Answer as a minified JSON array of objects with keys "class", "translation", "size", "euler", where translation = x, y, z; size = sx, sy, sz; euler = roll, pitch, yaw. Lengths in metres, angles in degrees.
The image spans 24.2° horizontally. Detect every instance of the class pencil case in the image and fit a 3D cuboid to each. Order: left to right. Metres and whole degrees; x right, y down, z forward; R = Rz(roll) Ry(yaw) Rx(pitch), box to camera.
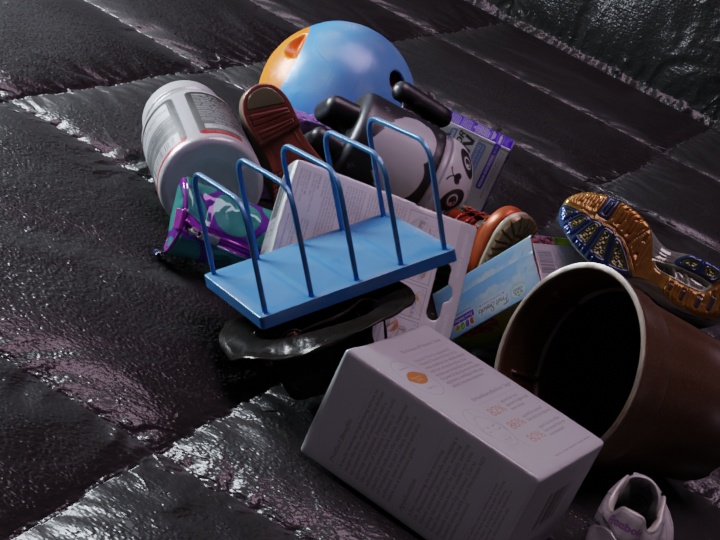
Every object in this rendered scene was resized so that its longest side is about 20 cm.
[{"class":"pencil case","translation":[-0.103,-0.022,1.709],"size":[0.200,0.085,0.092],"euler":[21,16,-13]}]

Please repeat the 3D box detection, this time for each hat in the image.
[{"class":"hat","translation":[-0.030,0.072,1.528],"size":[0.200,0.081,0.201],"euler":[-17,14,4]}]

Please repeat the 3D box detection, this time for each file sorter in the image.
[{"class":"file sorter","translation":[-0.039,-0.050,1.548],"size":[0.200,0.123,0.139],"euler":[-20,24,-21]}]

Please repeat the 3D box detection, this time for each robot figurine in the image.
[{"class":"robot figurine","translation":[0.033,-0.126,1.930],"size":[0.200,0.150,0.125],"euler":[28,27,-13]}]

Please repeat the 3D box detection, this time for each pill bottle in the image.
[{"class":"pill bottle","translation":[-0.180,-0.131,1.856],"size":[0.114,0.114,0.200],"euler":[16,21,-22]}]

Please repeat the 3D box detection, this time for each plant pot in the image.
[{"class":"plant pot","translation":[0.270,0.114,1.661],"size":[0.198,0.200,0.200],"euler":[19,19,-36]}]

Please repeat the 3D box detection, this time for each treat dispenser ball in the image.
[{"class":"treat dispenser ball","translation":[-0.030,-0.212,2.114],"size":[0.201,0.201,0.201],"euler":[22,19,-8]}]

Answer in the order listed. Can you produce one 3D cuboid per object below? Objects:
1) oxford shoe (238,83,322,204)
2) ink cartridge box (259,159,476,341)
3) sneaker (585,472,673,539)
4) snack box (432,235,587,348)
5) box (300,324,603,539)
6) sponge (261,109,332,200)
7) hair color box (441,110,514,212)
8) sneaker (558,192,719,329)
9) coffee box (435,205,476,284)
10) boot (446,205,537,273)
[{"class":"oxford shoe","translation":[-0.081,-0.115,1.891],"size":[0.071,0.200,0.074],"euler":[-21,7,-14]},{"class":"ink cartridge box","translation":[0.000,0.000,1.670],"size":[0.200,0.163,0.057],"euler":[21,-18,-18]},{"class":"sneaker","translation":[0.247,0.219,1.476],"size":[0.075,0.100,0.200],"euler":[27,18,13]},{"class":"snack box","translation":[0.208,0.029,1.805],"size":[0.200,0.169,0.068],"euler":[3,66,-37]},{"class":"box","translation":[0.079,0.151,1.442],"size":[0.200,0.106,0.152],"euler":[33,21,22]},{"class":"sponge","translation":[-0.048,-0.127,2.008],"size":[0.200,0.112,0.030],"euler":[11,25,-34]},{"class":"hair color box","translation":[0.096,-0.165,2.282],"size":[0.200,0.109,0.065],"euler":[25,21,4]},{"class":"sneaker","translation":[0.285,-0.001,1.724],"size":[0.200,0.075,0.088],"euler":[37,-16,12]},{"class":"coffee box","translation":[0.106,-0.037,2.058],"size":[0.123,0.044,0.200],"euler":[18,20,-17]},{"class":"boot","translation":[0.131,-0.034,1.862],"size":[0.075,0.200,0.107],"euler":[-27,73,-20]}]
